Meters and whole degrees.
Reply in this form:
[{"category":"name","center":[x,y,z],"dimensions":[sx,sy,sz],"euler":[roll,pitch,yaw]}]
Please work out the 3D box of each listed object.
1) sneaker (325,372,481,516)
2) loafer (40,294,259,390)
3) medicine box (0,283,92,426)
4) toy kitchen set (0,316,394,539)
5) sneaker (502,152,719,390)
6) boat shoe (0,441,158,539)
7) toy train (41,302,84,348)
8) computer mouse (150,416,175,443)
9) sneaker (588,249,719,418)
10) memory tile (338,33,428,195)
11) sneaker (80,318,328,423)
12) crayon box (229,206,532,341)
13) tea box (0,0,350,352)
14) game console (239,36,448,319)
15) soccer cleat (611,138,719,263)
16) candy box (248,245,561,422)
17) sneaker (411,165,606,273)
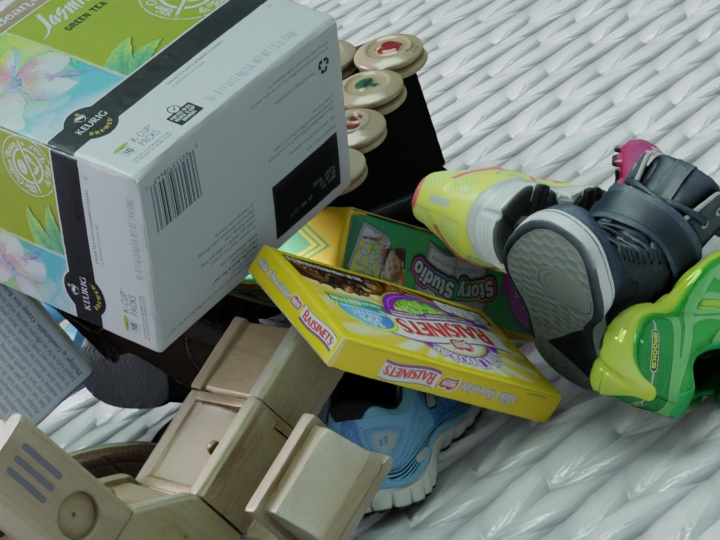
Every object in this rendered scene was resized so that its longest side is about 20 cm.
[{"category":"sneaker","center":[0.024,0.074,1.680],"dimensions":[0.078,0.090,0.200],"euler":[-12,20,16]},{"category":"loafer","center":[-0.167,0.028,1.743],"dimensions":[0.199,0.071,0.073],"euler":[25,24,11]},{"category":"medicine box","center":[-0.291,0.099,1.726],"dimensions":[0.200,0.103,0.182],"euler":[-43,6,-16]},{"category":"toy kitchen set","center":[-0.104,0.089,1.535],"dimensions":[0.163,0.180,0.201],"euler":[8,59,51]},{"category":"sneaker","center":[0.161,-0.027,1.637],"dimensions":[0.077,0.203,0.146],"euler":[34,75,19]},{"category":"boat shoe","center":[-0.210,0.158,1.694],"dimensions":[0.201,0.075,0.075],"euler":[-22,15,-9]},{"category":"toy train","center":[-0.206,0.017,2.050],"dimensions":[0.115,0.085,0.200],"euler":[10,32,33]},{"category":"computer mouse","center":[-0.071,0.077,1.722],"dimensions":[0.200,0.034,0.059],"euler":[-38,-7,22]},{"category":"sneaker","center":[0.214,0.048,1.642],"dimensions":[0.083,0.074,0.200],"euler":[34,35,20]},{"category":"memory tile","center":[-0.047,-0.105,1.796],"dimensions":[0.152,0.017,0.200],"euler":[-2,34,21]},{"category":"sneaker","center":[-0.085,0.062,1.824],"dimensions":[0.199,0.076,0.114],"euler":[6,7,13]},{"category":"crayon box","center":[0.000,0.000,1.788],"dimensions":[0.172,0.059,0.199],"euler":[2,-9,45]},{"category":"tea box","center":[-0.143,-0.083,1.641],"dimensions":[0.196,0.134,0.200],"euler":[20,44,30]},{"category":"game console","center":[-0.042,-0.058,1.934],"dimensions":[0.199,0.117,0.176],"euler":[-21,-17,-8]},{"category":"soccer cleat","center":[0.219,-0.035,1.851],"dimensions":[0.086,0.070,0.200],"euler":[0,24,3]},{"category":"candy box","center":[0.030,0.041,1.638],"dimensions":[0.199,0.026,0.102],"euler":[16,25,-44]},{"category":"sneaker","center":[0.098,-0.033,1.718],"dimensions":[0.090,0.079,0.200],"euler":[18,-3,27]}]
